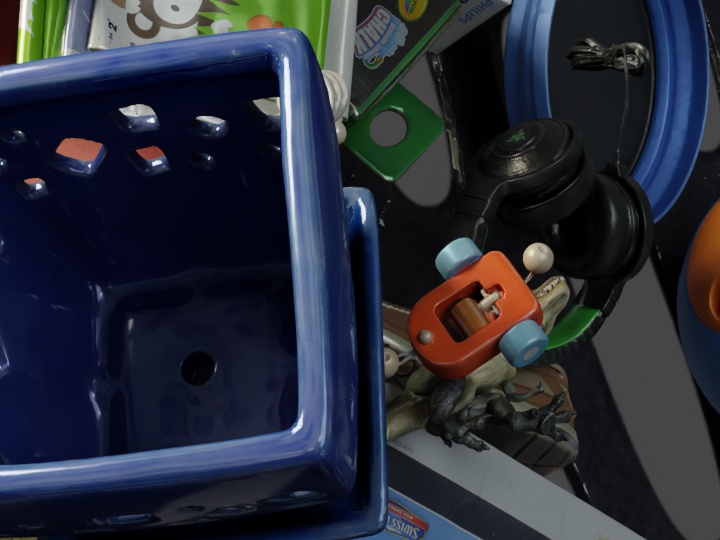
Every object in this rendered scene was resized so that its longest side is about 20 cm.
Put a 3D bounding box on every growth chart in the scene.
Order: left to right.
[{"bbox_3d":[-0.088,-0.133,1.173,0.198,0.018,0.146,2,76,-23],"label":"growth chart"}]

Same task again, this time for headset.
[{"bbox_3d":[0.110,-0.044,1.293,0.123,0.094,0.201,36,78,-38],"label":"headset"}]

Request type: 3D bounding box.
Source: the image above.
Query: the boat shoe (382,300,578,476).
[{"bbox_3d":[0.046,0.054,1.305,0.199,0.075,0.072,31,52,-31],"label":"boat shoe"}]

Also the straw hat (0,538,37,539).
[{"bbox_3d":[-0.173,0.183,1.088,0.200,0.085,0.203,13,64,-29],"label":"straw hat"}]

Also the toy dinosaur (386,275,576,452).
[{"bbox_3d":[0.050,0.065,1.130,0.199,0.088,0.048,-26,120,-32],"label":"toy dinosaur"}]

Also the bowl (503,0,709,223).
[{"bbox_3d":[0.156,-0.126,1.419,0.200,0.039,0.202,-5,97,-52],"label":"bowl"}]

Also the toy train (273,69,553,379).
[{"bbox_3d":[0.000,0.000,1.130,0.150,0.056,0.200,-38,64,-6],"label":"toy train"}]

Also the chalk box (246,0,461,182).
[{"bbox_3d":[-0.038,-0.136,1.288,0.200,0.124,0.125,50,51,-9],"label":"chalk box"}]

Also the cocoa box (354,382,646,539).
[{"bbox_3d":[0.039,0.177,1.205,0.199,0.133,0.132,32,56,-20],"label":"cocoa box"}]

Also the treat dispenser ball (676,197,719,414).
[{"bbox_3d":[0.298,0.022,1.402,0.200,0.201,0.202,13,64,-29],"label":"treat dispenser ball"}]

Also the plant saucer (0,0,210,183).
[{"bbox_3d":[-0.202,-0.092,1.167,0.199,0.037,0.200,-16,52,-38],"label":"plant saucer"}]

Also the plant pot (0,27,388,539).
[{"bbox_3d":[-0.088,0.027,1.009,0.180,0.198,0.202,54,31,-64],"label":"plant pot"}]

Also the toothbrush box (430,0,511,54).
[{"bbox_3d":[0.013,-0.255,1.394,0.199,0.085,0.147,34,57,-20],"label":"toothbrush box"}]
